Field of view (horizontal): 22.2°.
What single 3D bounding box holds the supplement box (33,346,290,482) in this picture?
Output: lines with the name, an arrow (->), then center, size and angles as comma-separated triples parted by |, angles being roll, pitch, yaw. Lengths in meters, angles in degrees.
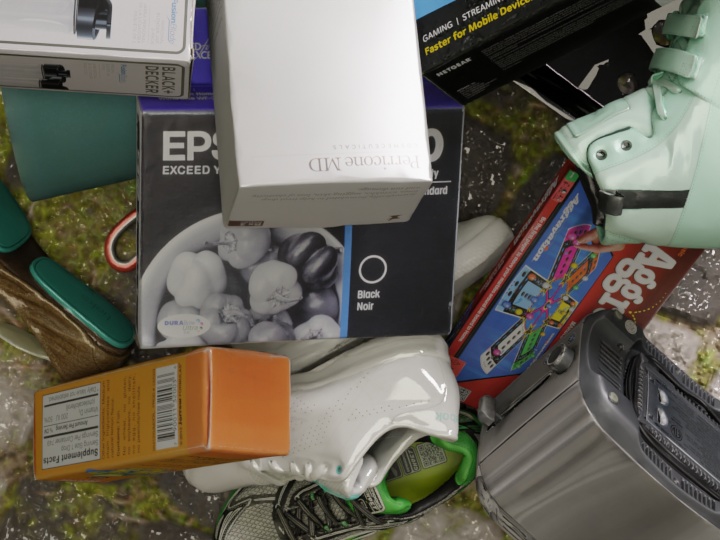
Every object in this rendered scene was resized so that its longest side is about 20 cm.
supplement box -> -0.130, 0.095, 1.165 | 0.066, 0.200, 0.069 | 8, 76, -40

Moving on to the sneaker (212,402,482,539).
sneaker -> -0.009, 0.144, 1.216 | 0.200, 0.085, 0.078 | -28, 91, 4

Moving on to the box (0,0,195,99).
box -> -0.190, -0.163, 1.028 | 0.200, 0.060, 0.117 | 2, 73, -6

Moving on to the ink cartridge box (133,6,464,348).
ink cartridge box -> -0.037, -0.056, 1.098 | 0.198, 0.043, 0.200 | -2, 104, -15

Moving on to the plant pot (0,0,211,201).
plant pot -> -0.141, -0.152, 1.160 | 0.161, 0.201, 0.201 | -7, 92, -4

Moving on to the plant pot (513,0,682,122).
plant pot -> 0.203, -0.156, 1.151 | 0.200, 0.177, 0.200 | 36, 93, 1

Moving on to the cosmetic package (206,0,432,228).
cosmetic package -> -0.028, -0.128, 1.036 | 0.113, 0.081, 0.200 | -4, 73, -12

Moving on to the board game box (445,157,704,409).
board game box -> 0.130, 0.023, 1.177 | 0.103, 0.019, 0.200 | 23, 127, -11

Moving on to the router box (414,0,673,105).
router box -> 0.115, -0.201, 1.028 | 0.200, 0.051, 0.149 | -25, 57, 26

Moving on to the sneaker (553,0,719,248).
sneaker -> 0.167, -0.109, 1.027 | 0.118, 0.074, 0.201 | -5, 94, -4

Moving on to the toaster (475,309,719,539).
toaster -> 0.167, 0.128, 1.172 | 0.200, 0.114, 0.129 | 39, 125, -20

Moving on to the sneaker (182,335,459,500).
sneaker -> -0.028, 0.112, 1.172 | 0.200, 0.075, 0.089 | -27, 59, 22

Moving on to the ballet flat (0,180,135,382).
ballet flat -> -0.239, 0.002, 1.238 | 0.072, 0.068, 0.200 | -42, 94, 22

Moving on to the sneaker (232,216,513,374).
sneaker -> 0.000, 0.000, 1.215 | 0.200, 0.075, 0.089 | -28, 79, 4

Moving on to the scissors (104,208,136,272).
scissors -> -0.081, -0.049, 1.247 | 0.200, 0.014, 0.073 | -36, 89, 5
